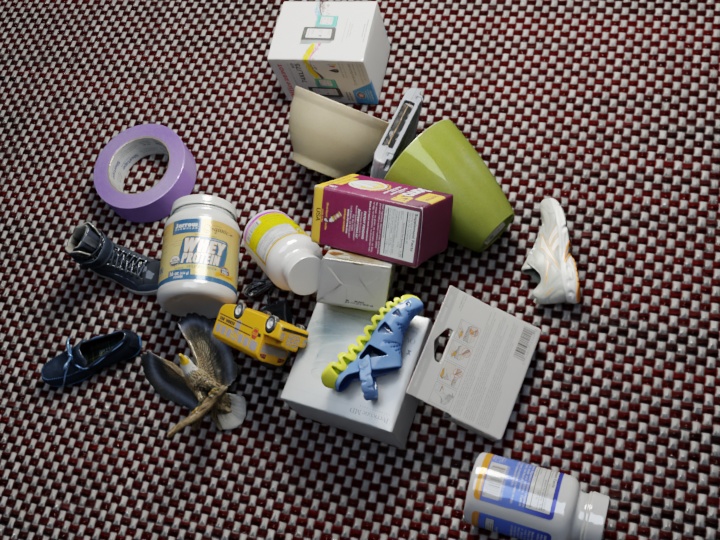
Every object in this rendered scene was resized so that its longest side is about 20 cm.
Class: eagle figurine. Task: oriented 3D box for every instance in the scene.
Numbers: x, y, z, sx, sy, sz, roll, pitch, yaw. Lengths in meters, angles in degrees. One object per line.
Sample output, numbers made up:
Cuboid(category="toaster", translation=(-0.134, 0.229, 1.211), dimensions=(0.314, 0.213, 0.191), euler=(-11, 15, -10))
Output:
Cuboid(category="eagle figurine", translation=(-0.291, 0.185, 1.445), dimensions=(0.152, 0.151, 0.200), euler=(-4, 28, -27))

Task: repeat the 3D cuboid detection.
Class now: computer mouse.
Cuboid(category="computer mouse", translation=(-0.130, 0.085, 1.486), dimensions=(0.140, 0.046, 0.200), euler=(-24, 51, 7))

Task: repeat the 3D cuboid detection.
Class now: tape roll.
Cuboid(category="tape roll", translation=(-0.442, -0.201, 1.679), dimensions=(0.200, 0.066, 0.200), euler=(-5, 64, 11))

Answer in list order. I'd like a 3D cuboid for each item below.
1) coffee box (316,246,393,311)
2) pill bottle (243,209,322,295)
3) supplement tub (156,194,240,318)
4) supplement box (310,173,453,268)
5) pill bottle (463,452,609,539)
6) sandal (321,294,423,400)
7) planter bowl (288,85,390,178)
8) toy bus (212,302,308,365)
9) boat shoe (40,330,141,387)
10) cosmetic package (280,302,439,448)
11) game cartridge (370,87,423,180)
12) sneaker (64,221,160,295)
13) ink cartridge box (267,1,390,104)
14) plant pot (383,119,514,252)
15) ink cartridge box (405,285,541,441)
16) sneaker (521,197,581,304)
Cuboid(category="coffee box", translation=(0.000, 0.000, 1.392), dimensions=(0.114, 0.200, 0.080), euler=(9, 104, 4))
Cuboid(category="pill bottle", translation=(-0.132, -0.030, 1.463), dimensions=(0.104, 0.104, 0.200), euler=(-39, 36, -6))
Cuboid(category="supplement tub", translation=(-0.297, -0.025, 1.518), dimensions=(0.144, 0.145, 0.200), euler=(-6, 65, 11))
Cuboid(category="supplement box", translation=(0.035, -0.087, 1.361), dimensions=(0.200, 0.131, 0.103), euler=(15, 111, 25))
Cuboid(category="pill bottle", translation=(0.265, 0.352, 1.229), dimensions=(0.200, 0.112, 0.112), euler=(12, 70, 18))
Cuboid(category="sandal", translation=(0.034, 0.126, 1.277), dimensions=(0.087, 0.079, 0.200), euler=(39, 87, 22))
Cuboid(category="planter bowl", translation=(-0.053, -0.251, 1.552), dimensions=(0.200, 0.200, 0.135), euler=(27, 102, 23))
Cuboid(category="toy bus", translation=(-0.173, 0.107, 1.393), dimensions=(0.200, 0.065, 0.078), euler=(16, 85, 51))
Cuboid(category="boat shoe", translation=(-0.514, 0.152, 1.533), dimensions=(0.200, 0.069, 0.084), euler=(-27, 63, 1))
Cuboid(category="cosmetic package", translation=(0.003, 0.165, 1.373), dimensions=(0.199, 0.123, 0.200), euler=(13, 71, 19))
Cuboid(category="game cartridge", translation=(0.064, -0.228, 1.521), dimensions=(0.041, 0.133, 0.200), euler=(23, 57, 4))
Cuboid(category="sneaker", translation=(-0.466, -0.022, 1.560), dimensions=(0.202, 0.146, 0.077), euler=(14, 68, 18))
Cuboid(category="ink cartridge box", translation=(-0.060, -0.439, 1.648), dimensions=(0.200, 0.147, 0.146), euler=(6, 68, 17))
Cuboid(category="plant pot", translation=(0.169, -0.131, 1.450), dimensions=(0.187, 0.187, 0.200), euler=(-44, 76, -8))
Cuboid(category="ink cartridge box", translation=(0.182, 0.151, 1.338), dimensions=(0.176, 0.045, 0.200), euler=(27, 72, -5))
Cuboid(category="sneaker", translation=(0.320, -0.034, 1.414), dimensions=(0.092, 0.076, 0.200), euler=(-11, 63, 14))
